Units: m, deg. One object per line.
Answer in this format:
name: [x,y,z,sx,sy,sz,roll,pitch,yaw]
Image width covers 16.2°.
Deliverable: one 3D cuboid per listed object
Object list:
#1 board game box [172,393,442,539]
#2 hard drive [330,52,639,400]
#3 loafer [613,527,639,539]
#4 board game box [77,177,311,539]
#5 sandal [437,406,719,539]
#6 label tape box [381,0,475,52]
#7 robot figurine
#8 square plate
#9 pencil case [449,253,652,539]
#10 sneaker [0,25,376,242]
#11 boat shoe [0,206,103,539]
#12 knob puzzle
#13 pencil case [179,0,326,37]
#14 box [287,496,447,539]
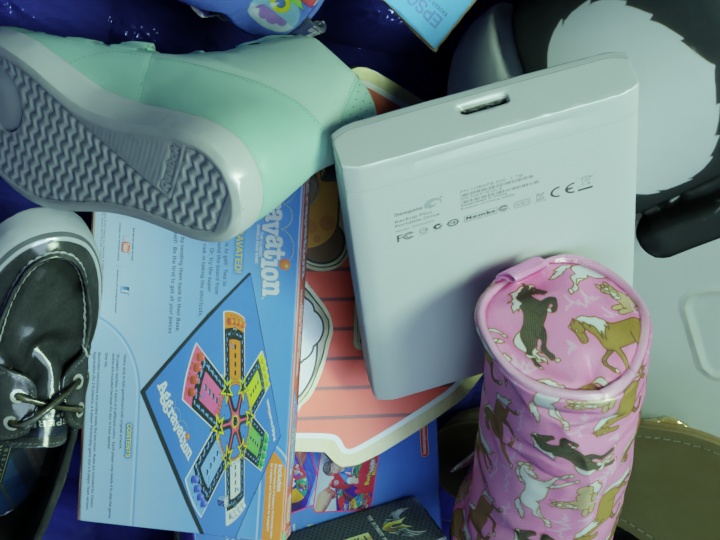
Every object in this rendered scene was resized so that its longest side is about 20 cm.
board game box: [-0.026,0.158,1.318,0.134,0.045,0.200,-11,117,-17]
hard drive: [0.060,-0.016,1.148,0.132,0.027,0.200,-16,148,-5]
loafer: [0.175,0.191,1.395,0.073,0.072,0.200,-37,120,-1]
board game box: [-0.078,0.025,1.199,0.103,0.019,0.201,6,99,10]
sandal: [0.145,0.096,1.304,0.070,0.211,0.078,-42,134,-52]
label tape box: [0.039,-0.224,1.147,0.144,0.063,0.200,41,87,-30]
robot figurine: [0.137,-0.096,1.196,0.200,0.151,0.125,-25,156,21]
square plate: [0.198,0.022,1.291,0.198,0.028,0.200,-7,123,23]
pencil case: [0.087,0.077,1.192,0.086,0.083,0.200,16,145,7]
sneaker: [-0.087,-0.074,1.134,0.118,0.200,0.074,-30,130,-41]
boat shoe: [-0.156,0.062,1.177,0.070,0.066,0.200,-2,133,-31]
knob puzzle: [0.000,0.000,1.236,0.219,0.030,0.220,-3,99,-19]
pencil case: [-0.101,-0.167,1.123,0.200,0.078,0.087,20,123,-28]
box: [-0.022,0.230,1.296,0.157,0.051,0.200,-17,117,-13]
